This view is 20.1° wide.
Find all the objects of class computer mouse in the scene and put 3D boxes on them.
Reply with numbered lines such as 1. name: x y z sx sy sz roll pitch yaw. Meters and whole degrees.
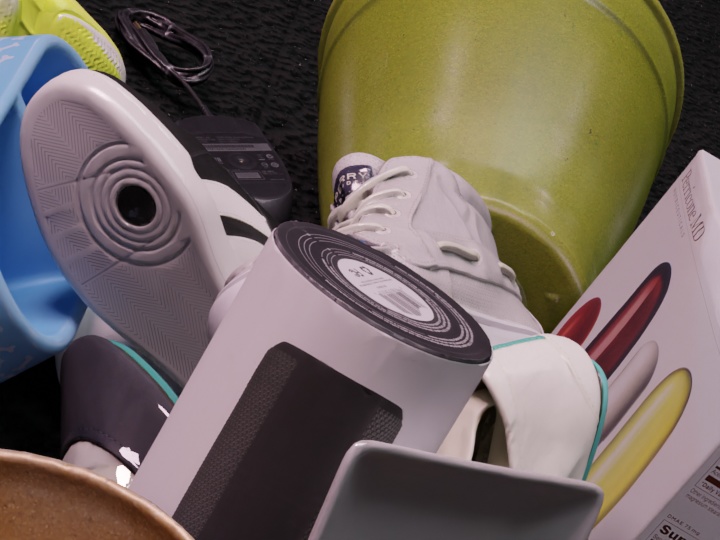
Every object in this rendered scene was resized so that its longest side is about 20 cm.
1. computer mouse: -0.088 -0.077 1.068 0.058 0.034 0.200 -1 37 -27

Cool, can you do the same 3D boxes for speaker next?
1. speaker: -0.040 0.089 0.654 0.081 0.200 0.081 29 15 -8

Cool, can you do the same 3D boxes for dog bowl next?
1. dog bowl: -0.144 -0.028 0.827 0.200 0.049 0.112 -77 151 -61

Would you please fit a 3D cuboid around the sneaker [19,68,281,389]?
1. sneaker: -0.051 -0.007 0.825 0.200 0.073 0.112 54 31 -10

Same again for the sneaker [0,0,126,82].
1. sneaker: -0.196 -0.148 0.970 0.200 0.076 0.105 53 -3 -38

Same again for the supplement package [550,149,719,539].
1. supplement package: 0.156 0.097 0.885 0.147 0.200 0.192 29 27 -16

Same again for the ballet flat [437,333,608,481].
1. ballet flat: 0.040 0.120 0.749 0.069 0.201 0.069 10 4 -1

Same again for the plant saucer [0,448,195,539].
1. plant saucer: -0.125 0.140 0.576 0.199 0.036 0.201 0 48 -1

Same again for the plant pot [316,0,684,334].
1. plant pot: 0.059 -0.042 1.033 0.200 0.200 0.193 30 39 -13

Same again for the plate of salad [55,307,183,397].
1. plate of salad: -0.039 0.062 0.877 0.199 0.048 0.201 18 37 -14

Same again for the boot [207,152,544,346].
1. boot: 0.000 0.000 0.768 0.200 0.073 0.096 21 44 -57

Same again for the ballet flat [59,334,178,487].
1. ballet flat: -0.067 0.111 0.744 0.200 0.073 0.073 52 30 15

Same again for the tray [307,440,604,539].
1. tray: -0.004 0.145 0.631 0.107 0.201 0.022 14 13 -40
